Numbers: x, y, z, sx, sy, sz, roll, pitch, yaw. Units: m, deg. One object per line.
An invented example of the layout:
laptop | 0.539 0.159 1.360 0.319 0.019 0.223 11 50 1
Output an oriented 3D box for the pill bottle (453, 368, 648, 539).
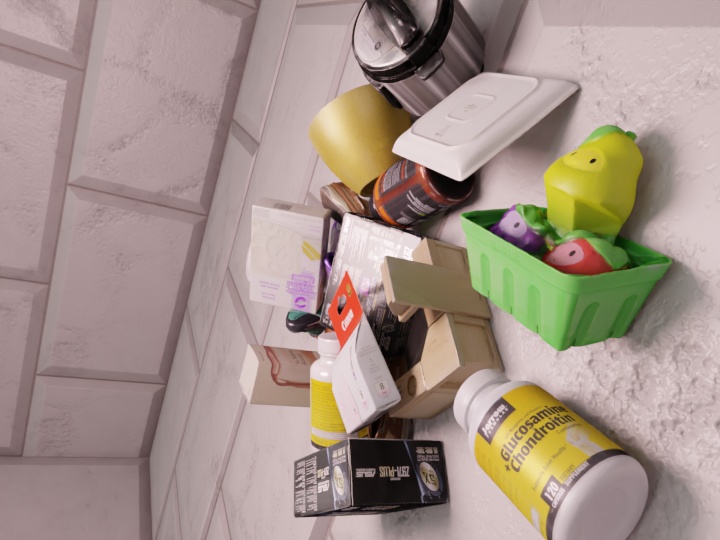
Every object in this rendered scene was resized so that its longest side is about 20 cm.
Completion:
pill bottle | 0.184 0.189 0.554 0.200 0.110 0.114 39 114 59

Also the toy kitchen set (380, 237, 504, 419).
toy kitchen set | 0.068 0.081 0.761 0.181 0.160 0.204 -50 39 43

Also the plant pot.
plant pot | 0.018 -0.223 0.972 0.199 0.197 0.145 -36 73 53

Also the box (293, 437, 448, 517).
box | 0.008 0.317 0.793 0.200 0.161 0.088 -41 45 49

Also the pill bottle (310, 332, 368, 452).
pill bottle | -0.036 0.217 0.934 0.111 0.109 0.206 8 99 62

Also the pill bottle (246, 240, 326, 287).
pill bottle | -0.147 -0.011 1.171 0.110 0.196 0.114 -32 53 55

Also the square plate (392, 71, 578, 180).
square plate | 0.155 -0.212 0.719 0.197 0.029 0.200 -38 32 -6

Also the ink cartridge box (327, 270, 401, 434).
ink cartridge box | -0.018 0.129 0.794 0.203 0.056 0.163 63 155 18

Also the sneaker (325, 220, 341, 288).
sneaker | -0.035 -0.040 1.105 0.088 0.079 0.205 -22 56 64

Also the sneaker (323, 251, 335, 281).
sneaker | 0.000 0.000 0.953 0.197 0.085 0.081 2 37 43

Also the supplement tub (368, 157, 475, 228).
supplement tub | 0.088 -0.133 0.858 0.199 0.105 0.110 -22 61 60

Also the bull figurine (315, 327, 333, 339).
bull figurine | -0.026 0.117 1.039 0.202 0.064 0.123 -62 34 33

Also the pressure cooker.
pressure cooker | 0.082 -0.356 0.809 0.173 0.198 0.183 12 85 37

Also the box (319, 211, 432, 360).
box | 0.021 0.021 0.872 0.158 0.043 0.205 21 104 33

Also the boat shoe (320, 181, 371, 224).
boat shoe | 0.000 -0.104 1.014 0.201 0.071 0.076 51 158 22

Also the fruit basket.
fruit basket | 0.217 -0.049 0.559 0.215 0.152 0.221 173 90 -69

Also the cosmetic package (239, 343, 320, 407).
cosmetic package | -0.133 0.214 1.061 0.103 0.196 0.089 31 109 60

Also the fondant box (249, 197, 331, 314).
fondant box | -0.139 -0.028 1.029 0.058 0.141 0.204 -65 -16 -63

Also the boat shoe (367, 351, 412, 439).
boat shoe | 0.038 0.192 0.877 0.076 0.070 0.204 -44 43 47

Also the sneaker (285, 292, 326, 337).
sneaker | -0.099 0.113 1.105 0.200 0.073 0.090 -34 -46 -67
